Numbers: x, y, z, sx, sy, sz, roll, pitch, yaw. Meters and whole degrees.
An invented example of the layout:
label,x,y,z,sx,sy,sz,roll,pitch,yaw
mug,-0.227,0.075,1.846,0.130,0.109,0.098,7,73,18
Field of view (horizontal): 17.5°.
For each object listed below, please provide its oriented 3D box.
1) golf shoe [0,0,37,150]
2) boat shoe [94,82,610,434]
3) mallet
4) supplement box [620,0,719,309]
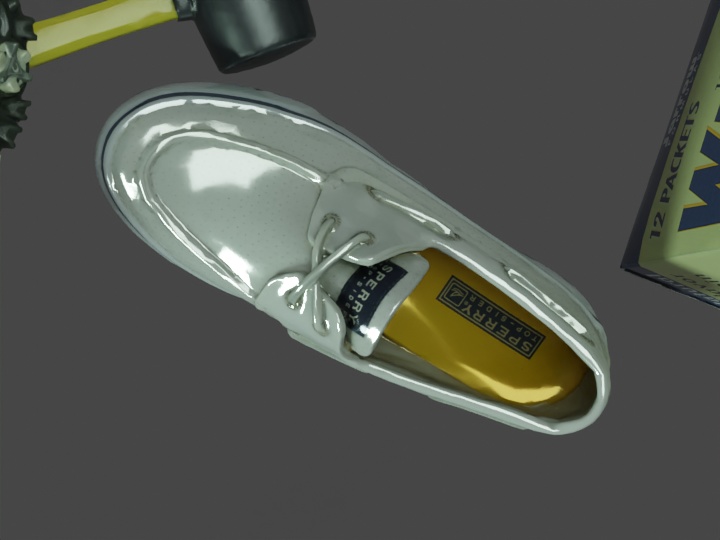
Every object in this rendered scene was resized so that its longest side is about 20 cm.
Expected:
label,x,y,z,sx,sy,sz,roll,pitch,yaw
golf shoe,-0.152,-0.090,0.772,0.077,0.088,0.200,39,64,-46
boat shoe,0.000,0.000,0.806,0.200,0.070,0.071,31,101,-12
mallet,-0.118,-0.087,0.812,0.200,0.041,0.066,-13,88,-10
supplement box,0.229,-0.033,0.801,0.200,0.200,0.134,22,82,-11
